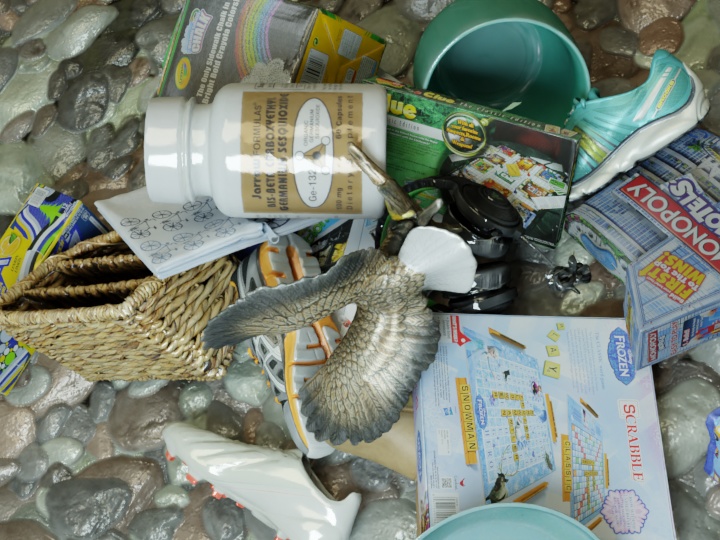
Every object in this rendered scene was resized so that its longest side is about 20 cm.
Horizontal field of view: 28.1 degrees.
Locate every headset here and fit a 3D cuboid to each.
[{"bbox_3d":[0.096,-0.011,1.209,0.199,0.094,0.124,11,105,28],"label":"headset"}]

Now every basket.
[{"bbox_3d":[-0.219,0.012,1.325,0.199,0.149,0.143,-4,61,38],"label":"basket"}]

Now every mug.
[{"bbox_3d":[0.108,-0.179,1.313,0.184,0.153,0.115,3,29,-7],"label":"mug"}]

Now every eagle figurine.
[{"bbox_3d":[-0.005,0.029,1.139,0.152,0.151,0.200,34,77,22],"label":"eagle figurine"}]

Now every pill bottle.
[{"bbox_3d":[-0.077,-0.101,1.214,0.199,0.114,0.115,1,62,1],"label":"pill bottle"}]

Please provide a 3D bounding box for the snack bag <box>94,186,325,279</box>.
[{"bbox_3d":[-0.122,-0.060,1.301,0.199,0.021,0.189,-20,27,-19],"label":"snack bag"}]

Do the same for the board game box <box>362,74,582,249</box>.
[{"bbox_3d":[0.088,-0.096,1.253,0.199,0.105,0.023,19,31,18],"label":"board game box"}]

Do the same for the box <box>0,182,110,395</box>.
[{"bbox_3d":[-0.339,0.018,1.441,0.064,0.070,0.200,22,73,28],"label":"box"}]

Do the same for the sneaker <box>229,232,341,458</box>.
[{"bbox_3d":[-0.062,0.069,1.267,0.077,0.078,0.201,-26,70,39],"label":"sneaker"}]

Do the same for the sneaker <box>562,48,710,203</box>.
[{"bbox_3d":[0.208,-0.117,1.264,0.200,0.078,0.080,-34,90,17],"label":"sneaker"}]

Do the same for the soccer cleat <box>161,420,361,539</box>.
[{"bbox_3d":[-0.086,0.178,1.260,0.200,0.069,0.078,31,87,23],"label":"soccer cleat"}]

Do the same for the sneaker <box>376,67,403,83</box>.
[{"bbox_3d":[-0.021,-0.171,1.415,0.200,0.073,0.085,36,78,31],"label":"sneaker"}]

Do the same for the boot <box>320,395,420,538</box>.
[{"bbox_3d":[0.052,0.204,1.168,0.174,0.066,0.201,1,61,-5],"label":"boot"}]

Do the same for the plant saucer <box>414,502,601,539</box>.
[{"bbox_3d":[0.104,0.265,1.087,0.200,0.200,0.036,-34,13,1],"label":"plant saucer"}]

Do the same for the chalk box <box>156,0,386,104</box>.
[{"bbox_3d":[-0.101,-0.196,1.369,0.200,0.124,0.125,21,94,34],"label":"chalk box"}]

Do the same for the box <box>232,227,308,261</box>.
[{"bbox_3d":[-0.098,-0.089,1.426,0.121,0.032,0.201,-21,59,10],"label":"box"}]

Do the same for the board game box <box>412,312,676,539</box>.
[{"bbox_3d":[0.143,0.133,1.164,0.199,0.041,0.201,2,61,-7],"label":"board game box"}]

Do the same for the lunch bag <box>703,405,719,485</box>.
[{"bbox_3d":[0.389,0.127,1.105,0.200,0.094,0.151,-34,55,-14],"label":"lunch bag"}]

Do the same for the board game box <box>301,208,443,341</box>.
[{"bbox_3d":[0.000,0.000,1.317,0.126,0.035,0.200,37,88,24],"label":"board game box"}]

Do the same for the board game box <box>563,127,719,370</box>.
[{"bbox_3d":[0.271,-0.018,1.200,0.200,0.062,0.200,-32,55,-17],"label":"board game box"}]
